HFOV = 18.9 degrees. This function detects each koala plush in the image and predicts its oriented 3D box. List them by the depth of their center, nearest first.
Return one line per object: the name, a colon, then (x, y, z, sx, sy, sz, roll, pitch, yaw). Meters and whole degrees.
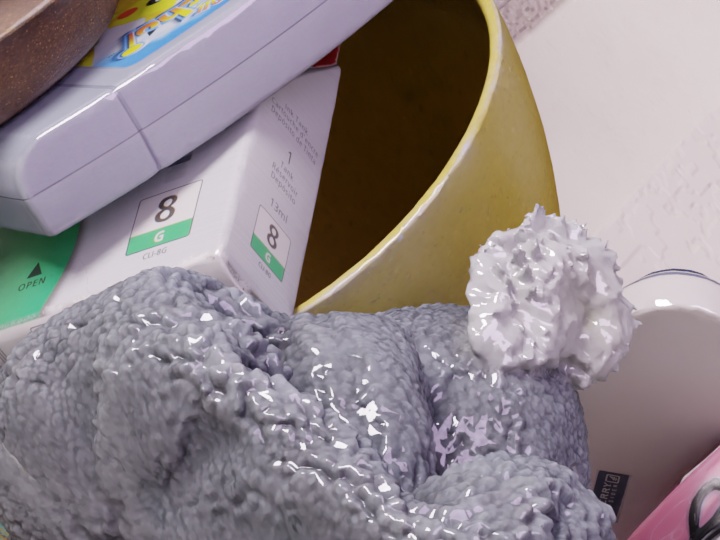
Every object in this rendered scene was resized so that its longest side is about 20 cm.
koala plush: (0.004, 0.065, 0.662, 0.184, 0.178, 0.199, 41, 35, 18)

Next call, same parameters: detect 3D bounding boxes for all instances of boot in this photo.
boot: (0.105, 0.041, 0.845, 0.072, 0.201, 0.091, 15, 53, -1)

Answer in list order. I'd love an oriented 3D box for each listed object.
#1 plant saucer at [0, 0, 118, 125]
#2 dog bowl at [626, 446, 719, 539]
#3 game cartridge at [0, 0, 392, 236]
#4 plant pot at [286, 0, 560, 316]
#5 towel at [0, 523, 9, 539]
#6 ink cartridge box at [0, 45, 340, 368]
plant saucer: (-0.163, -0.071, 0.764, 0.200, 0.199, 0.035, -49, 121, -42)
dog bowl: (0.159, 0.117, 0.836, 0.199, 0.201, 0.074, -26, 63, -40)
game cartridge: (-0.060, -0.084, 0.764, 0.200, 0.133, 0.041, -39, 117, -24)
plant pot: (0.000, 0.000, 0.824, 0.142, 0.199, 0.201, 50, 41, -35)
towel: (-0.126, 0.090, 0.665, 0.200, 0.022, 0.147, 40, 32, -3)
ink cartridge box: (-0.087, -0.042, 0.786, 0.050, 0.160, 0.201, 50, 35, -37)
